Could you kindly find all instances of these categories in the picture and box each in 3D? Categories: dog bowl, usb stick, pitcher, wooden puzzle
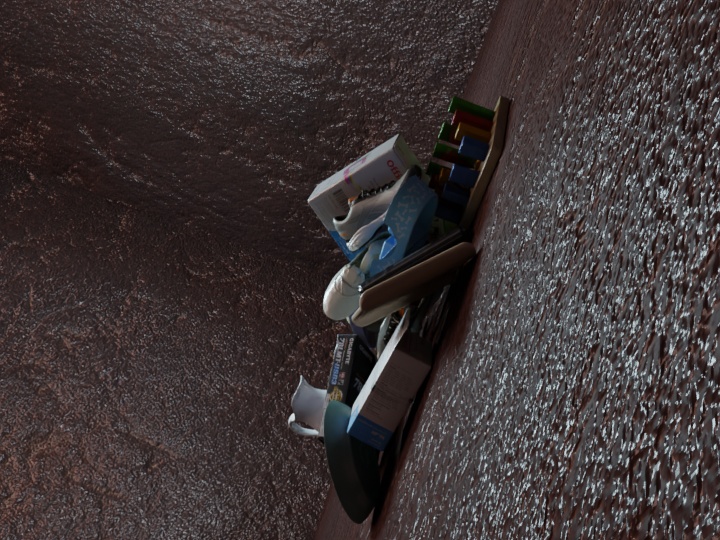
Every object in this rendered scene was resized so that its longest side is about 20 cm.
[{"bbox_3d":[0.076,-0.060,1.474,0.111,0.049,0.201,-40,-27,-49],"label":"dog bowl"},{"bbox_3d":[0.085,-0.011,1.402,0.199,0.033,0.055,-31,3,6],"label":"usb stick"},{"bbox_3d":[-0.052,0.318,1.854,0.172,0.198,0.122,108,-179,-51],"label":"pitcher"},{"bbox_3d":[0.072,0.019,1.311,0.184,0.038,0.200,-26,-10,-8],"label":"wooden puzzle"}]

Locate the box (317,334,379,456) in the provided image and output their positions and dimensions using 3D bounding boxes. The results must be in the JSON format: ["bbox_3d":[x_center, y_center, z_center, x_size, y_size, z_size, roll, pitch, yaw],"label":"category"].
[{"bbox_3d":[-0.006,0.248,1.612,0.200,0.049,0.200,56,-139,-53],"label":"box"}]

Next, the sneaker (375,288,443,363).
[{"bbox_3d":[0.071,0.084,1.473,0.079,0.073,0.202,-16,-49,-65],"label":"sneaker"}]

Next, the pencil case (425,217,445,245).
[{"bbox_3d":[0.127,-0.077,1.655,0.089,0.077,0.201,-43,29,33],"label":"pencil case"}]

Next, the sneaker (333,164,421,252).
[{"bbox_3d":[0.029,-0.117,1.532,0.200,0.079,0.074,-42,4,27],"label":"sneaker"}]

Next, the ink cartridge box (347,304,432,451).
[{"bbox_3d":[0.057,0.166,1.377,0.201,0.067,0.116,-62,3,15],"label":"ink cartridge box"}]

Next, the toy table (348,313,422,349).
[{"bbox_3d":[0.047,0.072,1.637,0.200,0.116,0.186,56,-153,-70],"label":"toy table"}]

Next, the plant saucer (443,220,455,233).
[{"bbox_3d":[0.169,-0.071,1.778,0.200,0.031,0.202,19,-90,-89],"label":"plant saucer"}]

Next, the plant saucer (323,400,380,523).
[{"bbox_3d":[-0.007,0.307,1.431,0.200,0.036,0.202,-17,-90,-76],"label":"plant saucer"}]

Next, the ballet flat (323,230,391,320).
[{"bbox_3d":[0.000,0.000,1.530,0.200,0.069,0.070,-49,-13,-33],"label":"ballet flat"}]

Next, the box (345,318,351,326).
[{"bbox_3d":[0.064,0.037,1.899,0.199,0.038,0.137,-22,-27,-25],"label":"box"}]

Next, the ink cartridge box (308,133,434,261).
[{"bbox_3d":[0.028,-0.133,1.612,0.199,0.145,0.085,-28,17,26],"label":"ink cartridge box"}]

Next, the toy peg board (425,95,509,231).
[{"bbox_3d":[0.170,-0.183,1.503,0.200,0.097,0.201,-70,-1,-53],"label":"toy peg board"}]
